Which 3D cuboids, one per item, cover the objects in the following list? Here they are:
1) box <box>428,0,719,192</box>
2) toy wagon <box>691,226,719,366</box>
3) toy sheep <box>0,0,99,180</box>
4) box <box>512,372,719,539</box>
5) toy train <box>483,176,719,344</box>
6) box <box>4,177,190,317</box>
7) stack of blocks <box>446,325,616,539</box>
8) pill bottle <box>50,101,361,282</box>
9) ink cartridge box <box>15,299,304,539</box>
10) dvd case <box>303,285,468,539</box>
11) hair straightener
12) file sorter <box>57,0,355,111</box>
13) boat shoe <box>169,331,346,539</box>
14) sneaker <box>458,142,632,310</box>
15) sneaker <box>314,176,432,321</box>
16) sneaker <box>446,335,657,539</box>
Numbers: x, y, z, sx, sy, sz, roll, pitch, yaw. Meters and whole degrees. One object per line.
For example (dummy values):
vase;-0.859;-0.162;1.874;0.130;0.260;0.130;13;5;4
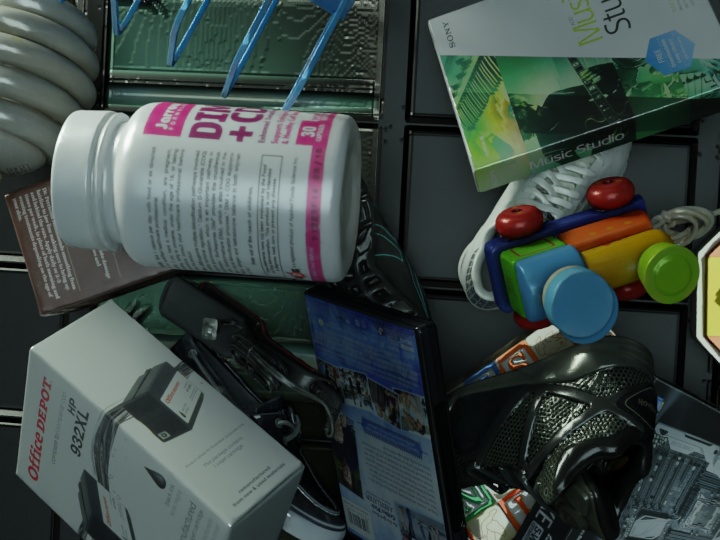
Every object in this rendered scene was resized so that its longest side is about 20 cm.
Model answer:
box;0.159;-0.153;0.852;0.197;0.036;0.146;-19;59;8
toy wagon;0.346;0.017;0.862;0.196;0.040;0.158;1;92;7
toy sheep;-0.266;-0.143;0.889;0.136;0.138;0.203;10;80;7
box;0.198;0.181;0.840;0.156;0.050;0.202;27;95;-31
toy train;0.193;-0.012;0.786;0.197;0.116;0.086;-17;108;-8
box;-0.162;-0.043;0.909;0.197;0.075;0.102;-18;89;9
stack of blocks;0.121;0.121;0.883;0.199;0.059;0.116;-36;87;7
pill bottle;-0.103;-0.056;0.808;0.196;0.113;0.115;4;92;7
ink cartridge box;-0.153;0.145;0.854;0.199;0.083;0.146;37;132;19
dvd case;0.020;0.118;0.821;0.017;0.142;0.203;-20;110;-31
hair straightener;-0.088;0.061;0.855;0.199;0.076;0.041;38;104;36
file sorter;-0.106;-0.208;0.832;0.198;0.139;0.124;29;81;-8
boat shoe;-0.077;0.128;0.907;0.200;0.072;0.068;43;97;12
sneaker;0.143;-0.056;0.866;0.076;0.080;0.202;32;93;7
sneaker;0.000;0.000;0.889;0.075;0.079;0.202;-26;83;13
sneaker;0.108;0.129;0.776;0.198;0.076;0.116;-25;44;31
